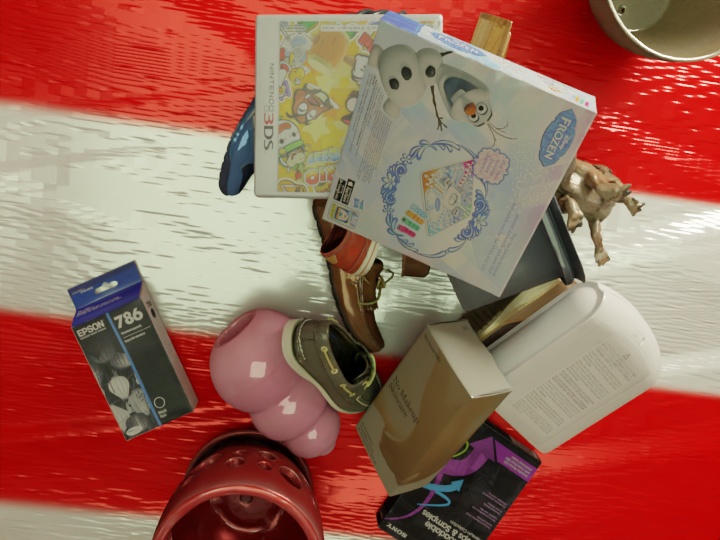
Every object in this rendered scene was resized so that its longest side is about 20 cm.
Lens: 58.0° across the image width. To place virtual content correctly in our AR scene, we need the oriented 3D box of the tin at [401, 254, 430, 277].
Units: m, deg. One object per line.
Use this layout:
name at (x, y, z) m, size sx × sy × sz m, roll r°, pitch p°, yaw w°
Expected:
tin at (0.074, -0.093, 0.763) m, size 0.041 × 0.112 × 0.207 m, roll 6°, pitch 101°, yaw 7°

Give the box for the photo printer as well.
photo printer at (0.250, 0.113, 0.774) m, size 0.199 × 0.070 × 0.166 m, roll -39°, pitch 119°, yaw 19°

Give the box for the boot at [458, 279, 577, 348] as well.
boot at (0.216, 0.104, 0.831) m, size 0.198 × 0.073 × 0.167 m, roll -38°, pitch 107°, yaw 12°

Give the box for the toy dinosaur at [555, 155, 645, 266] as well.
toy dinosaur at (0.244, -0.097, 0.741) m, size 0.086 × 0.137 × 0.198 m, roll -45°, pitch 139°, yaw 20°

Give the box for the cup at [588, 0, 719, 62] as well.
cup at (0.333, -0.331, 0.725) m, size 0.194 × 0.143 × 0.207 m, roll -1°, pitch 100°, yaw -4°

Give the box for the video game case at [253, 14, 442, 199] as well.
video game case at (-0.015, -0.168, 0.675) m, size 0.193 × 0.023 × 0.188 m, roll 2°, pitch 96°, yaw 5°

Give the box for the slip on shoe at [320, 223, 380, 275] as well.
slip on shoe at (0.005, -0.096, 0.719) m, size 0.060 × 0.074 × 0.205 m, roll 13°, pitch 102°, yaw -25°

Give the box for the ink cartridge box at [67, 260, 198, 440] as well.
ink cartridge box at (-0.290, 0.101, 0.815) m, size 0.097 × 0.039 × 0.205 m, roll -22°, pitch 100°, yaw 1°

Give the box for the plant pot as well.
plant pot at (-0.139, 0.309, 0.787) m, size 0.194 × 0.183 × 0.207 m, roll -1°, pitch 99°, yaw -3°

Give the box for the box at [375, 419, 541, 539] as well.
box at (0.131, 0.296, 0.876) m, size 0.141 × 0.036 × 0.203 m, roll 33°, pitch 98°, yaw -8°

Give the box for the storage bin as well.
storage bin at (0.154, -0.045, 0.745) m, size 0.131 × 0.200 × 0.149 m, roll -24°, pitch 102°, yaw 10°

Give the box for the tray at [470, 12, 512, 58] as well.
tray at (0.122, -0.173, 0.700) m, size 0.036 × 0.200 × 0.101 m, roll 19°, pitch 82°, yaw 8°

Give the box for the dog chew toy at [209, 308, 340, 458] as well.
dog chew toy at (-0.095, 0.148, 0.797) m, size 0.123 × 0.125 × 0.202 m, roll -34°, pitch 108°, yaw 3°

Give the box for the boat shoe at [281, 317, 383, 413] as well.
boat shoe at (-0.017, 0.117, 0.773) m, size 0.059 × 0.074 × 0.202 m, roll -10°, pitch 145°, yaw 27°

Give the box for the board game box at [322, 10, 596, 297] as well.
board game box at (0.081, -0.100, 0.601) m, size 0.195 × 0.044 × 0.203 m, roll 24°, pitch 125°, yaw 4°

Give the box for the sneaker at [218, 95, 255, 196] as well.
sneaker at (-0.098, -0.167, 0.764) m, size 0.081 × 0.074 × 0.202 m, roll 32°, pitch 97°, yaw -10°

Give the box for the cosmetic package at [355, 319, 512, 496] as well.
cosmetic package at (0.079, 0.164, 0.768) m, size 0.070 × 0.106 × 0.202 m, roll -2°, pitch 135°, yaw -37°

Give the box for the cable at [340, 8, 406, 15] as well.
cable at (-0.004, -0.207, 0.742) m, size 0.161 × 0.051 × 0.204 m, roll 23°, pitch 98°, yaw -35°

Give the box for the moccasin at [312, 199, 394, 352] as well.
moccasin at (0.000, 0.000, 0.803) m, size 0.075 × 0.074 × 0.208 m, roll -13°, pitch 91°, yaw 7°
